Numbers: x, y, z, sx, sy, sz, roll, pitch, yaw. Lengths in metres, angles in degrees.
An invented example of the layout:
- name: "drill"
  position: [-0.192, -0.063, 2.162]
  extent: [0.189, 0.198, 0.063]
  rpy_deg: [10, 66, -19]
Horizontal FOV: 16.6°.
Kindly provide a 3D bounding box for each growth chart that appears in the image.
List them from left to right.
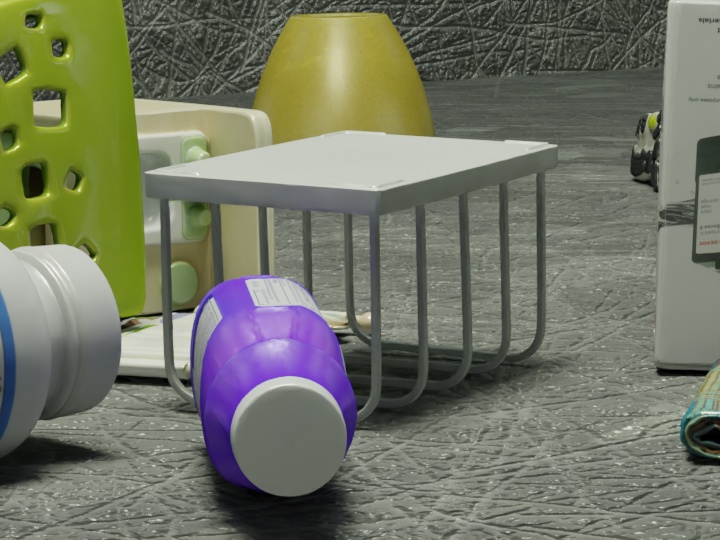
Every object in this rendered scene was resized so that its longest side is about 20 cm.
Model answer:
- name: "growth chart"
  position: [-0.097, 0.039, 1.429]
  extent: [0.144, 0.018, 0.200]
  rpy_deg: [3, 9, 30]

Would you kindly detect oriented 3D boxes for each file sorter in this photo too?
- name: "file sorter"
  position: [0.000, 0.000, 1.309]
  extent: [0.138, 0.125, 0.200]
  rpy_deg: [5, 11, 30]

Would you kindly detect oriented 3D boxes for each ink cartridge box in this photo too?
- name: "ink cartridge box"
  position: [0.209, -0.053, 1.383]
  extent: [0.084, 0.201, 0.146]
  rpy_deg: [3, 9, 7]

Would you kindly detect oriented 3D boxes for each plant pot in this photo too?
- name: "plant pot"
  position: [-0.259, -0.061, 1.427]
  extent: [0.198, 0.201, 0.181]
  rpy_deg: [-3, 2, 40]
- name: "plant pot"
  position: [-0.021, -0.195, 2.568]
  extent: [0.199, 0.143, 0.200]
  rpy_deg: [-1, 8, 0]

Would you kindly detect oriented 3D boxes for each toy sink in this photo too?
- name: "toy sink"
  position: [-0.157, -0.040, 1.594]
  extent: [0.112, 0.131, 0.200]
  rpy_deg: [-8, 12, -37]

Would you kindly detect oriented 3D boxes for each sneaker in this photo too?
- name: "sneaker"
  position: [0.296, -0.108, 2.188]
  extent: [0.079, 0.078, 0.200]
  rpy_deg: [7, 8, -6]

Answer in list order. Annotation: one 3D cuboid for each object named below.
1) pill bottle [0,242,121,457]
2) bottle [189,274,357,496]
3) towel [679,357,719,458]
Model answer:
- name: "pill bottle"
  position: [-0.212, 0.039, 1.124]
  extent: [0.200, 0.113, 0.112]
  rpy_deg: [-9, 11, -44]
- name: "bottle"
  position: [-0.039, 0.054, 1.089]
  extent: [0.065, 0.084, 0.200]
  rpy_deg: [-2, 7, -6]
- name: "towel"
  position: [0.235, 0.063, 1.202]
  extent: [0.146, 0.022, 0.200]
  rpy_deg: [1, 9, 12]
